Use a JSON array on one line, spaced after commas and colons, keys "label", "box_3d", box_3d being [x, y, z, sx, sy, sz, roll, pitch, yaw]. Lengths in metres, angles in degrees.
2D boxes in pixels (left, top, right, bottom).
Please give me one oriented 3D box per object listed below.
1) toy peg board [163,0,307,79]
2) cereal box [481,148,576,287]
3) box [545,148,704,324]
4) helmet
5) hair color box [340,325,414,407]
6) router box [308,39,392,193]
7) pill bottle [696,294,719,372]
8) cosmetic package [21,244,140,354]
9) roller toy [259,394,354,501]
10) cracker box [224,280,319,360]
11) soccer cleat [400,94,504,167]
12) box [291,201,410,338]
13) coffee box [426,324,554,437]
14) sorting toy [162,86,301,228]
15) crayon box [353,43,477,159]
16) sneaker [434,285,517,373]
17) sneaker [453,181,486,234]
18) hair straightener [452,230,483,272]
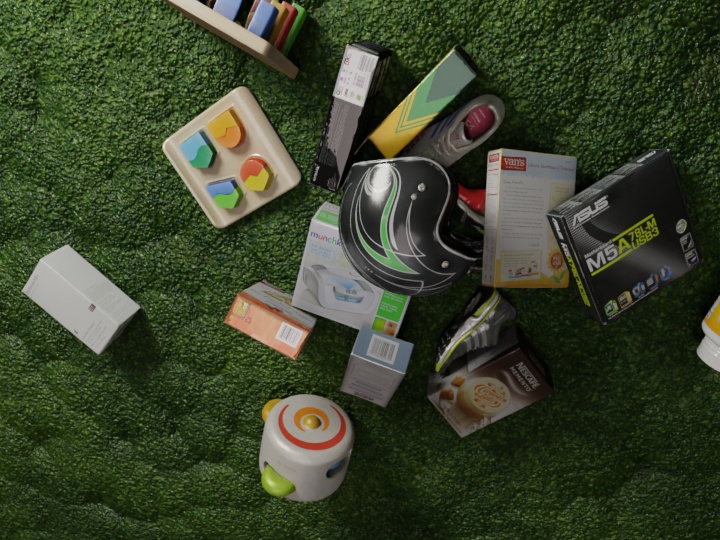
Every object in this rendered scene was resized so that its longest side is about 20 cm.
[{"label": "toy peg board", "box_3d": [-0.177, -0.379, 0.756, 0.199, 0.199, 0.098, 29, 102, -2]}, {"label": "cereal box", "box_3d": [0.255, -0.075, 0.805, 0.142, 0.039, 0.203, 1, 93, -22]}, {"label": "box", "box_3d": [0.403, -0.050, 0.807, 0.199, 0.048, 0.194, -30, 109, -6]}, {"label": "helmet", "box_3d": [0.067, -0.060, 0.766, 0.198, 0.200, 0.193, 0, 98, 13]}, {"label": "hair color box", "box_3d": [0.026, 0.182, 0.981, 0.098, 0.061, 0.201, 20, 149, 3]}, {"label": "router box", "box_3d": [-0.013, -0.234, 0.802, 0.051, 0.149, 0.202, 21, 117, 2]}, {"label": "pill bottle", "box_3d": [0.611, 0.065, 0.821, 0.108, 0.109, 0.202, 18, 117, 4]}, {"label": "cosmetic package", "box_3d": [-0.574, 0.060, 1.100, 0.200, 0.081, 0.113, 41, 118, -9]}, {"label": "roller toy", "box_3d": [-0.107, 0.346, 1.073, 0.180, 0.201, 0.141, 5, 118, -16]}, {"label": "cracker box", "box_3d": [-0.147, 0.081, 0.947, 0.133, 0.200, 0.058, 28, 95, -2]}, {"label": "soccer cleat", "box_3d": [0.131, -0.198, 0.821, 0.199, 0.086, 0.070, -36, 103, 25]}, {"label": "box", "box_3d": [0.000, 0.000, 0.938, 0.198, 0.097, 0.178, 20, 119, 3]}, {"label": "coffee box", "box_3d": [0.236, 0.206, 0.987, 0.199, 0.080, 0.115, -36, 103, 24]}, {"label": "sorting toy", "box_3d": [-0.229, -0.189, 0.934, 0.199, 0.037, 0.186, -26, 106, 22]}, {"label": "crayon box", "box_3d": [0.083, -0.239, 0.792, 0.051, 0.127, 0.200, 45, 117, -10]}, {"label": "sneaker", "box_3d": [0.203, 0.120, 0.962, 0.080, 0.074, 0.201, 31, 119, -7]}, {"label": "sneaker", "box_3d": [0.204, -0.107, 0.861, 0.199, 0.077, 0.085, 31, 87, -6]}, {"label": "hair straightener", "box_3d": [0.212, -0.033, 0.915, 0.198, 0.041, 0.078, 7, 90, 15]}]
